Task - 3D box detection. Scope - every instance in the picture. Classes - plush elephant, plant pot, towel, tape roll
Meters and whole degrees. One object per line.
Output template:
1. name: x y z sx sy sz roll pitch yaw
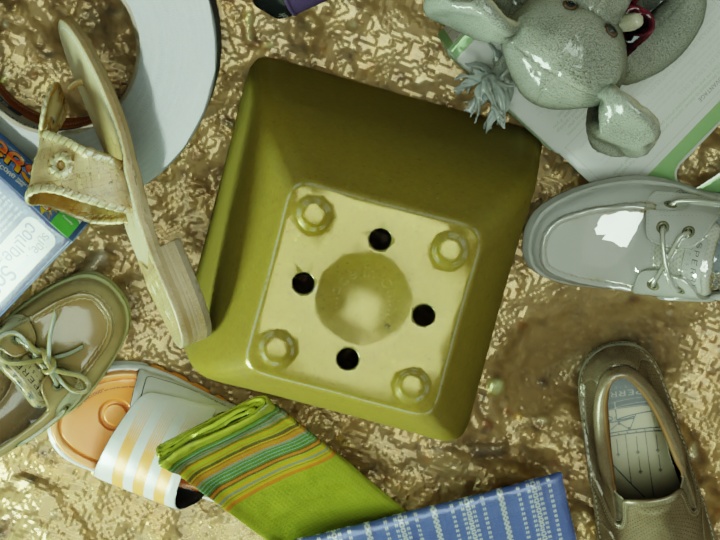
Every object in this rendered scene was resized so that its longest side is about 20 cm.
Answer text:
1. plush elephant: 0.126 -0.154 1.506 0.164 0.155 0.200 31 101 -13
2. plant pot: 0.000 0.000 1.569 0.193 0.200 0.196 15 101 -3
3. towel: -0.035 0.145 1.625 0.086 0.018 0.200 -27 135 23
4. towel: 0.044 0.206 1.672 0.199 0.024 0.145 -14 125 1
5. tape roll: -0.186 -0.140 1.610 0.199 0.066 0.201 0 101 0

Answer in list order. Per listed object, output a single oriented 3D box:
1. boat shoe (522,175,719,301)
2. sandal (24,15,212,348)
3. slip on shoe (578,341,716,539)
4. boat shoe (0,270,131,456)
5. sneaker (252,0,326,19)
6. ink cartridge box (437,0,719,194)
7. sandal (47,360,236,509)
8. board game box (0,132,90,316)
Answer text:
1. boat shoe: 0.201 -0.015 1.599 0.199 0.069 0.071 -2 112 -10
2. sandal: -0.160 -0.045 1.526 0.069 0.078 0.213 -23 81 -14
3. slip on shoe: 0.186 0.146 1.667 0.076 0.061 0.201 -11 100 2
4. boat shoe: -0.223 0.082 1.628 0.200 0.063 0.073 -44 95 7
5. sneaker: -0.075 -0.248 1.588 0.087 0.076 0.201 -28 100 11
6. ink cartridge box: 0.169 -0.128 1.624 0.200 0.048 0.146 41 98 -18
7. sandal: -0.099 0.117 1.661 0.206 0.059 0.080 18 100 -3
8. board game box: -0.274 -0.013 1.606 0.135 0.034 0.200 43 124 -7
